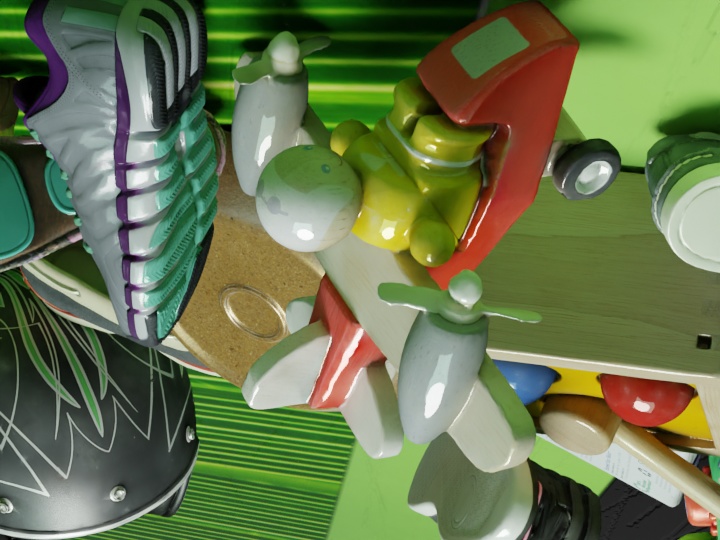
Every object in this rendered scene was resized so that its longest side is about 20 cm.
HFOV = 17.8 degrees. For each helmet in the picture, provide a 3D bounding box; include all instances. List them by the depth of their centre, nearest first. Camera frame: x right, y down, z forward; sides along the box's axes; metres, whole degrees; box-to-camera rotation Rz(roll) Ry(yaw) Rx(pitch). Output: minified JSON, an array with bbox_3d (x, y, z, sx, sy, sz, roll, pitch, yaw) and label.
[{"bbox_3d":[-0.196,0.093,1.462,0.199,0.201,0.191,12,148,-5],"label":"helmet"}]

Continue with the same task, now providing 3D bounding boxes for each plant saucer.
[{"bbox_3d":[-0.050,0.012,1.238,0.199,0.035,0.201,22,143,18],"label":"plant saucer"}]

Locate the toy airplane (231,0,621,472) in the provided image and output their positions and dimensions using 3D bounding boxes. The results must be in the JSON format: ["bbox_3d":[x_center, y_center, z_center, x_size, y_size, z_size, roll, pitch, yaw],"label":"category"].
[{"bbox_3d":[0.003,-0.014,0.998,0.199,0.200,0.141,-4,168,43],"label":"toy airplane"}]

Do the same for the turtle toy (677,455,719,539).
[{"bbox_3d":[0.251,0.144,1.398,0.145,0.201,0.101,8,-160,-46],"label":"turtle toy"}]

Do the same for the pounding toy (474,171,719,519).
[{"bbox_3d":[0.138,0.049,1.205,0.183,0.143,0.200,6,162,16],"label":"pounding toy"}]

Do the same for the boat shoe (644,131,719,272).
[{"bbox_3d":[0.223,-0.025,1.094,0.199,0.073,0.062,11,-153,-24],"label":"boat shoe"}]

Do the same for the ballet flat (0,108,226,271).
[{"bbox_3d":[-0.164,-0.039,1.152,0.199,0.069,0.071,-16,180,-11],"label":"ballet flat"}]

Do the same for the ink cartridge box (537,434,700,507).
[{"bbox_3d":[0.117,0.062,1.398,0.199,0.043,0.196,28,166,12],"label":"ink cartridge box"}]

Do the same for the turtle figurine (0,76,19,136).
[{"bbox_3d":[-0.261,-0.091,1.139,0.199,0.065,0.161,-23,155,36],"label":"turtle figurine"}]

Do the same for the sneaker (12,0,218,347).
[{"bbox_3d":[-0.119,-0.055,1.091,0.087,0.074,0.201,18,131,16],"label":"sneaker"}]

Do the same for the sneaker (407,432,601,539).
[{"bbox_3d":[0.092,0.128,1.234,0.099,0.071,0.200,24,176,-8],"label":"sneaker"}]

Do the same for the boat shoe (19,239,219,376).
[{"bbox_3d":[-0.113,0.010,1.355,0.199,0.071,0.063,14,153,20],"label":"boat shoe"}]
